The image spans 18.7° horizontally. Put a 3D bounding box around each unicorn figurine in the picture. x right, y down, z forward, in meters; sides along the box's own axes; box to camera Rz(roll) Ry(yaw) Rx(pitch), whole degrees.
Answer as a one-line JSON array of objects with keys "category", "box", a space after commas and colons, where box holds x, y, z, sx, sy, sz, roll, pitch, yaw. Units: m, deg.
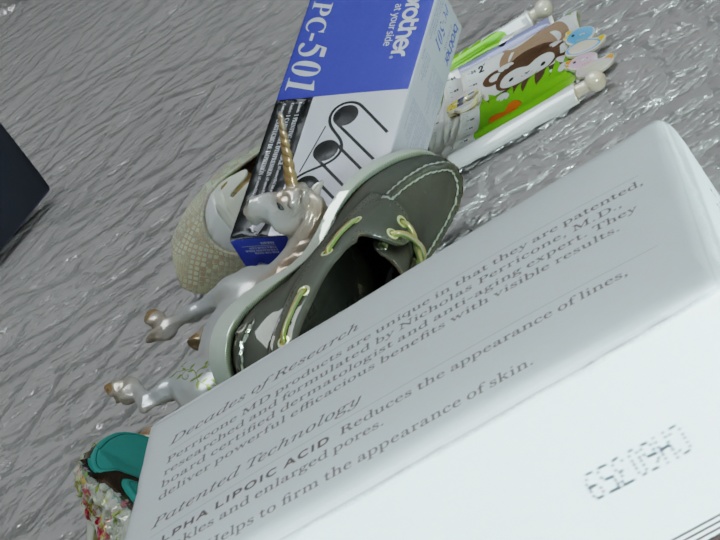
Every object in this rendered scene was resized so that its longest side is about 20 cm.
[{"category": "unicorn figurine", "box": [-0.076, 0.031, 1.245, 0.137, 0.074, 0.200, -22, 52, 41]}]

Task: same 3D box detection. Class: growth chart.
[{"category": "growth chart", "box": [0.093, -0.121, 1.424, 0.145, 0.018, 0.200, -33, 21, 9]}]

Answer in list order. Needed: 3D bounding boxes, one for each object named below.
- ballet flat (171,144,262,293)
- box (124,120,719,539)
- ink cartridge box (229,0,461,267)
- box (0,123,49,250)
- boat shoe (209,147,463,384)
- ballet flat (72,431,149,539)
[{"category": "ballet flat", "box": [-0.050, -0.063, 1.416, 0.200, 0.067, 0.062, -41, -10, 0]}, {"category": "box", "box": [0.064, 0.100, 0.652, 0.200, 0.199, 0.131, -31, 18, 13]}, {"category": "ink cartridge box", "box": [-0.007, -0.086, 1.339, 0.094, 0.044, 0.200, -3, 51, 26]}, {"category": "box", "box": [-0.407, -0.029, 1.886, 0.198, 0.123, 0.200, -22, 24, 36]}, {"category": "boat shoe", "box": [0.001, 0.002, 1.204, 0.060, 0.072, 0.202, 6, 40, 43]}, {"category": "ballet flat", "box": [-0.112, 0.132, 1.092, 0.200, 0.076, 0.064, -137, 67, -76]}]
